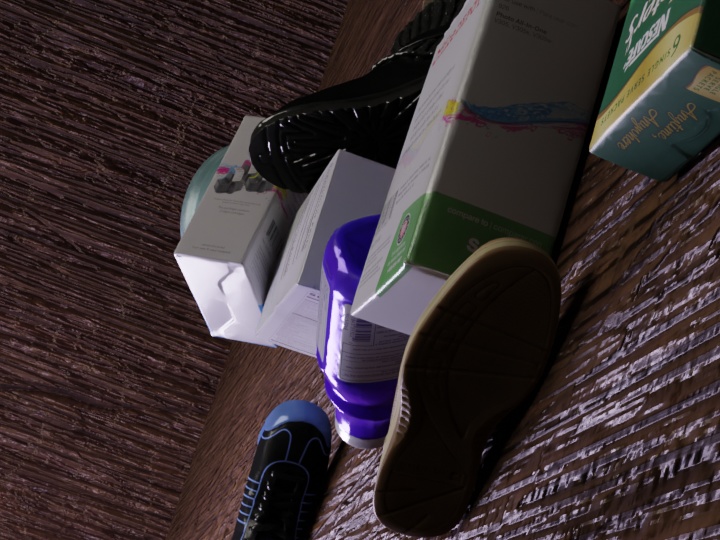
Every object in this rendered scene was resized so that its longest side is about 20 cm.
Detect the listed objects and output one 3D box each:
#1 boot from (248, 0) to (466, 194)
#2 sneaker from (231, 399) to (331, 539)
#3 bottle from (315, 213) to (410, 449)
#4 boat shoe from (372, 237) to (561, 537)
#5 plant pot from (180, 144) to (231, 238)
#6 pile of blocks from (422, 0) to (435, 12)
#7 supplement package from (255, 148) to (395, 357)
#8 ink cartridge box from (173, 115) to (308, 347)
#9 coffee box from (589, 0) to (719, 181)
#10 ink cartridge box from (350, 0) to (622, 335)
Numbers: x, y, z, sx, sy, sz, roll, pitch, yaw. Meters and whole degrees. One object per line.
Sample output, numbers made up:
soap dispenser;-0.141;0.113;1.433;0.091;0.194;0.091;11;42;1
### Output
boot;0.017;-0.144;1.367;0.158;0.211;0.080;-86;-20;-54
sneaker;-0.072;0.209;1.490;0.078;0.070;0.200;-87;12;-56
bottle;0.011;0.047;1.164;0.200;0.083;0.065;95;161;-49
boat shoe;0.052;0.055;0.920;0.065;0.071;0.200;-81;12;-55
plant pot;-0.064;-0.043;1.717;0.134;0.200;0.201;-10;57;51
pile of blocks;0.105;-0.264;1.489;0.200;0.062;0.082;-66;-10;-47
supplement package;0.000;0.000;1.306;0.200;0.114;0.110;134;154;-72
ink cartridge box;-0.077;-0.050;1.450;0.115;0.068;0.200;72;-146;-48
coffee box;0.163;-0.151;0.753;0.123;0.044;0.200;130;159;-70
ink cartridge box;0.074;-0.065;1.024;0.145;0.087;0.200;132;155;-71
